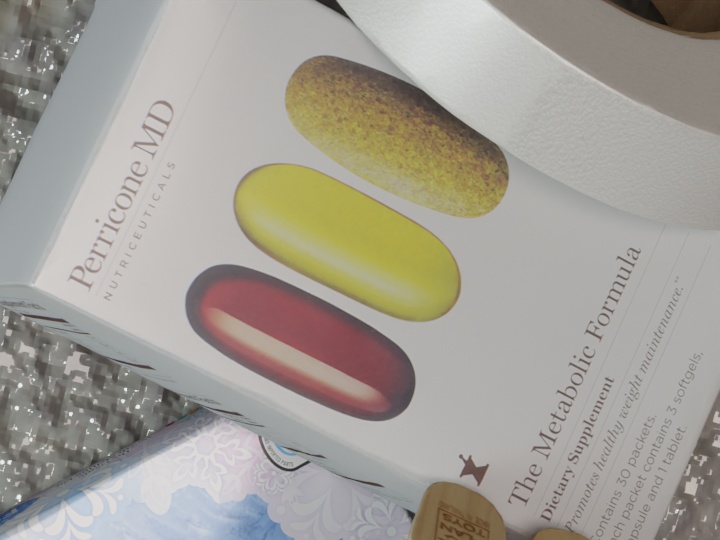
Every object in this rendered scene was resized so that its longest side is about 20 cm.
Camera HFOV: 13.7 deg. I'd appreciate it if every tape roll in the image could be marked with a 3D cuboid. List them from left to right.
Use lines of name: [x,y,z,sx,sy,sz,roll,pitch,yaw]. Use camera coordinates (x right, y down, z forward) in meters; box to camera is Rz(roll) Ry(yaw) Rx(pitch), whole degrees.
tape roll: [0.065,-0.096,0.900,0.202,0.203,0.037,29,123,-11]

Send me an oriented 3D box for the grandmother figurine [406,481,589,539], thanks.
grandmother figurine: [-0.005,0.149,0.880,0.121,0.061,0.200,27,124,-5]

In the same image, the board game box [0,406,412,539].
board game box: [-0.055,0.159,0.964,0.198,0.043,0.201,-28,98,-9]

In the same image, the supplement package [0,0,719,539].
supplement package: [0.000,0.000,0.891,0.199,0.109,0.114,27,82,-16]
